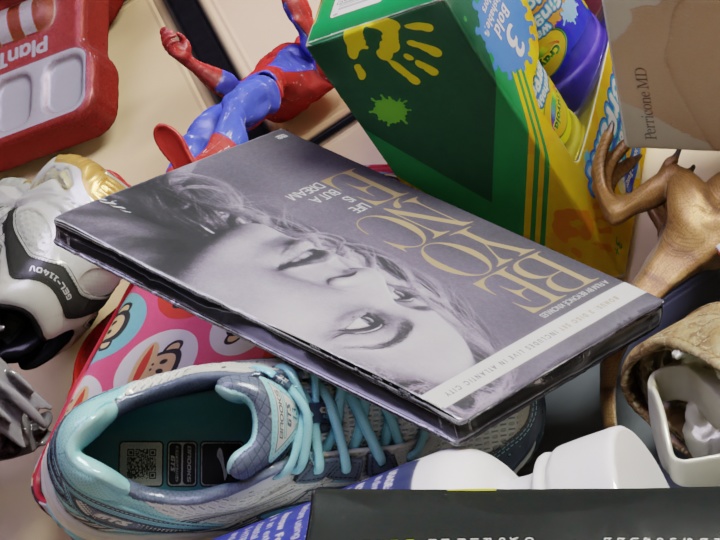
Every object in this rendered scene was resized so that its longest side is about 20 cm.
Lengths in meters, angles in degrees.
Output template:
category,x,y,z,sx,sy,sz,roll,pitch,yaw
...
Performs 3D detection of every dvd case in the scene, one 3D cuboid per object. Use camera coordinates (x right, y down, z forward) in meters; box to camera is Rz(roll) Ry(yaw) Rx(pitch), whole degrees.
category,x,y,z,sx,sy,sz,roll,pitch,yaw
dvd case,0.000,0.000,1.006,0.199,0.016,0.148,26,30,28

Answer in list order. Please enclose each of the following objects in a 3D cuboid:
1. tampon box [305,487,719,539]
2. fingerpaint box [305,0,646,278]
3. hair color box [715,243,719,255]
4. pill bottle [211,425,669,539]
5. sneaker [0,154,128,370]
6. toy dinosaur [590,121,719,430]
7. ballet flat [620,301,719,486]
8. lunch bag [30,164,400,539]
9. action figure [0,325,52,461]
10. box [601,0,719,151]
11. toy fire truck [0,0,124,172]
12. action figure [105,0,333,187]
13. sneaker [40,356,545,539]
category,x,y,z,sx,sy,sz,roll,pitch,yaw
tampon box,0.084,0.158,0.762,0.198,0.151,0.127,0,45,10
fingerpaint box,0.066,-0.115,1.129,0.073,0.167,0.201,-15,39,29
hair color box,0.223,0.027,0.926,0.101,0.061,0.200,-36,34,-1
pill bottle,0.020,0.132,0.920,0.199,0.120,0.120,-23,37,18
sneaker,-0.161,0.005,1.203,0.088,0.075,0.200,-56,6,-18
toy dinosaur,0.137,-0.016,1.048,0.200,0.061,0.106,-42,37,-9
ballet flat,0.150,0.074,0.921,0.065,0.071,0.200,-16,24,-12
lunch bag,-0.058,0.045,1.119,0.175,0.082,0.201,-3,47,38
action figure,-0.210,0.053,1.164,0.069,0.130,0.200,-43,1,-41
box,0.203,-0.103,1.020,0.198,0.095,0.078,2,46,20
toy fire truck,-0.225,-0.125,1.447,0.199,0.112,0.169,-17,57,25
action figure,-0.072,-0.102,1.252,0.065,0.099,0.200,-33,3,33
sneaker,-0.024,0.068,0.967,0.198,0.086,0.078,-10,75,-5
